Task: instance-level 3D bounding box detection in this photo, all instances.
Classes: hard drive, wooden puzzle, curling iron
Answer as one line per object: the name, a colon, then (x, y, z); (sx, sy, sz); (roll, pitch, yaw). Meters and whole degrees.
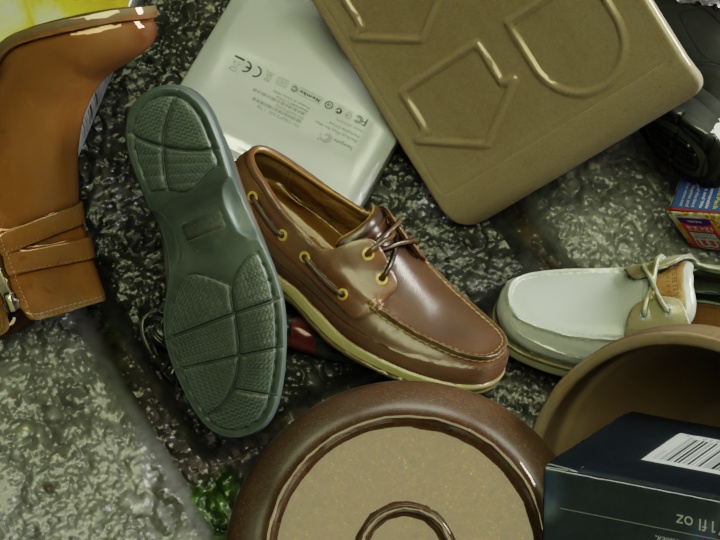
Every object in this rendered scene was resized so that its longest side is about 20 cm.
hard drive: (-0.020, -0.136, 1.478); (0.132, 0.026, 0.200); (27, 69, 6)
wooden puzzle: (0.078, -0.149, 1.406); (0.200, 0.185, 0.046); (56, 33, -6)
curling iron: (-0.029, 0.049, 1.409); (0.200, 0.026, 0.050); (6, 89, -7)

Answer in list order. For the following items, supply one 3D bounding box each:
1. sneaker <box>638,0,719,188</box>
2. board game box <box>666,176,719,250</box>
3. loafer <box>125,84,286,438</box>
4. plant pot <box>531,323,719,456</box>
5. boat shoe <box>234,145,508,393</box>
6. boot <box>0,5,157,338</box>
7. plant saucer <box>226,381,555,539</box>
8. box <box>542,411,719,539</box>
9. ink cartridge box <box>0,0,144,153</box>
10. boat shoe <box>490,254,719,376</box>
sneaker: (0.174, -0.131, 1.453); (0.091, 0.076, 0.200); (-39, 60, -16)
board game box: (0.297, -0.079, 1.417); (0.200, 0.046, 0.152); (7, 64, 35)
loafer: (-0.078, -0.007, 1.368); (0.072, 0.063, 0.200); (-13, 90, 12)
plant pot: (0.197, 0.122, 1.338); (0.201, 0.201, 0.093); (48, 31, 13)
boat shoe: (0.000, 0.000, 1.389); (0.200, 0.068, 0.072); (33, 36, 12)
boot: (-0.177, -0.053, 1.384); (0.200, 0.074, 0.155); (-25, 88, 16)
plant saucer: (0.025, 0.156, 1.310); (0.200, 0.034, 0.201); (-1, 77, 3)
box: (0.180, 0.190, 1.247); (0.148, 0.107, 0.200); (8, 107, 30)
ink cartridge box: (-0.229, -0.188, 1.474); (0.200, 0.047, 0.198); (20, 70, 1)
boat shoe: (0.177, 0.022, 1.403); (0.200, 0.068, 0.075); (4, 54, -6)
